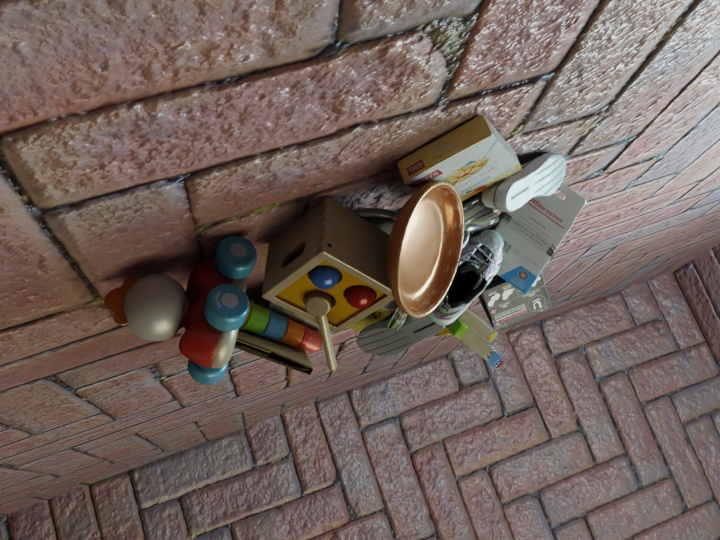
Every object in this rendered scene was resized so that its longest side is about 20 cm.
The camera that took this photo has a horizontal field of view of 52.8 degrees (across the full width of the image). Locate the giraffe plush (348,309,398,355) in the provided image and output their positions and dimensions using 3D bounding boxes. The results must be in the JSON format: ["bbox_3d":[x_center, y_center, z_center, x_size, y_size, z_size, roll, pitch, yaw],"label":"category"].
[{"bbox_3d":[0.053,0.042,1.464,0.169,0.201,0.164,-9,133,-26],"label":"giraffe plush"}]

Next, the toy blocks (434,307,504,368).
[{"bbox_3d":[0.210,0.109,1.396,0.100,0.136,0.200,-50,-162,5],"label":"toy blocks"}]

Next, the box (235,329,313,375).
[{"bbox_3d":[-0.174,0.139,1.361,0.161,0.022,0.200,22,180,-12],"label":"box"}]

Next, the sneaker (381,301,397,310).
[{"bbox_3d":[0.000,0.000,1.355,0.197,0.117,0.075,12,168,27],"label":"sneaker"}]

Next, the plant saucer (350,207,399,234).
[{"bbox_3d":[0.019,-0.047,1.186,0.195,0.051,0.202,1,145,1],"label":"plant saucer"}]

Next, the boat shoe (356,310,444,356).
[{"bbox_3d":[0.084,0.105,1.378,0.197,0.073,0.071,-20,-155,28],"label":"boat shoe"}]

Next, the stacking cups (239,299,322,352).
[{"bbox_3d":[-0.159,0.098,1.343,0.197,0.062,0.060,22,144,-27],"label":"stacking cups"}]

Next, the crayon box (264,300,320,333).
[{"bbox_3d":[-0.125,0.086,1.414,0.123,0.052,0.200,19,153,-9],"label":"crayon box"}]

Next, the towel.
[{"bbox_3d":[0.117,0.022,1.249,0.149,0.031,0.201,-45,170,-24],"label":"towel"}]

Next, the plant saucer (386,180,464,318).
[{"bbox_3d":[0.093,-0.033,1.072,0.037,0.205,0.199,14,-175,31],"label":"plant saucer"}]

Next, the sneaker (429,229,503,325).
[{"bbox_3d":[0.195,-0.001,1.218,0.201,0.077,0.140,-55,177,-18],"label":"sneaker"}]

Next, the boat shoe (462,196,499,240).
[{"bbox_3d":[0.158,-0.082,1.286,0.198,0.074,0.075,-19,162,-37],"label":"boat shoe"}]

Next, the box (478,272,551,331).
[{"bbox_3d":[0.290,0.007,1.491,0.130,0.201,0.116,-23,122,6],"label":"box"}]

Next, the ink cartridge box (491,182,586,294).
[{"bbox_3d":[0.309,-0.075,1.336,0.202,0.115,0.068,-56,-179,6],"label":"ink cartridge box"}]

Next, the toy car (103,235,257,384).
[{"bbox_3d":[-0.272,0.044,1.071,0.196,0.179,0.185,15,139,-14],"label":"toy car"}]

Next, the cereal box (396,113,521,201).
[{"bbox_3d":[0.154,-0.157,1.094,0.142,0.040,0.199,-27,164,20],"label":"cereal box"}]

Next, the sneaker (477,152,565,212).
[{"bbox_3d":[0.275,-0.156,1.231,0.198,0.075,0.070,-24,-149,-38],"label":"sneaker"}]

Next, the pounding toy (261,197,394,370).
[{"bbox_3d":[-0.047,0.030,1.129,0.182,0.144,0.199,28,137,-31],"label":"pounding toy"}]
